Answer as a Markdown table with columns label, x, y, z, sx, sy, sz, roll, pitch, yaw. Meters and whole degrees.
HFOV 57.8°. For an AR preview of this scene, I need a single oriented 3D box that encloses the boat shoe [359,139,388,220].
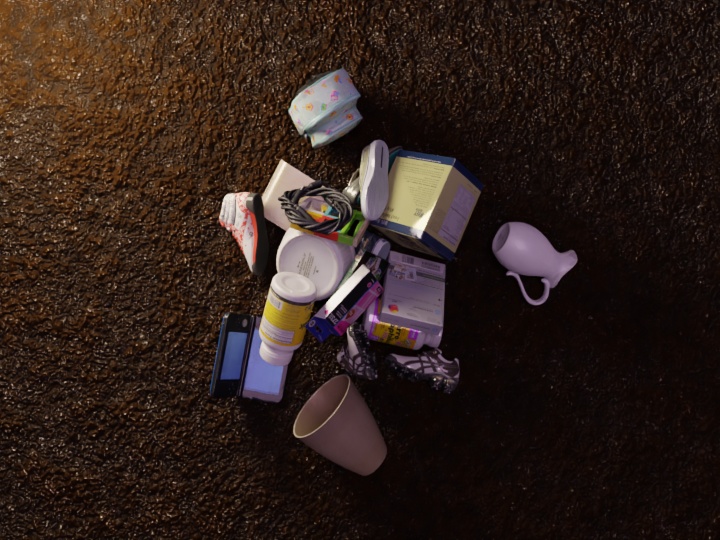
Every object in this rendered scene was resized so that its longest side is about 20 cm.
| label | x | y | z | sx | sy | sz | roll | pitch | yaw |
| --- | --- | --- | --- | --- | --- | --- | --- | --- | --- |
| boat shoe | 0.029 | -0.215 | 1.581 | 0.071 | 0.061 | 0.206 | 20 | 70 | -34 |

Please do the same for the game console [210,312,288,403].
| label | x | y | z | sx | sy | sz | roll | pitch | yaw |
| --- | --- | --- | --- | --- | --- | --- | --- | --- | --- |
| game console | -0.260 | 0.216 | 1.587 | 0.115 | 0.170 | 0.206 | 8 | 86 | 22 |

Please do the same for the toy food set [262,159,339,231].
| label | x | y | z | sx | sy | sz | roll | pitch | yaw |
| --- | --- | --- | --- | --- | --- | --- | --- | --- | --- |
| toy food set | -0.151 | -0.165 | 1.647 | 0.197 | 0.060 | 0.146 | 31 | 96 | -1 |

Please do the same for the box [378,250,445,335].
| label | x | y | z | sx | sy | sz | roll | pitch | yaw |
| --- | --- | --- | --- | --- | --- | --- | --- | --- | --- |
| box | 0.131 | 0.053 | 1.604 | 0.151 | 0.042 | 0.203 | 13 | 46 | -5 |

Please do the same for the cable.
| label | x | y | z | sx | sy | sz | roll | pitch | yaw |
| --- | --- | --- | --- | --- | --- | --- | --- | --- | --- |
| cable | -0.104 | -0.150 | 1.518 | 0.159 | 0.201 | 0.052 | -7 | 129 | -23 |

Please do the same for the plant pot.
| label | x | y | z | sx | sy | sz | roll | pitch | yaw |
| --- | --- | --- | --- | --- | --- | --- | --- | --- | --- |
| plant pot | -0.032 | 0.393 | 1.575 | 0.187 | 0.187 | 0.201 | -43 | 105 | -5 |

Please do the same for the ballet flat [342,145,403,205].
| label | x | y | z | sx | sy | sz | roll | pitch | yaw |
| --- | --- | --- | --- | --- | --- | --- | --- | --- | --- |
| ballet flat | 0.028 | -0.254 | 1.655 | 0.063 | 0.068 | 0.201 | 36 | 77 | 22 |

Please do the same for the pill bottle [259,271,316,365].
| label | x | y | z | sx | sy | sz | roll | pitch | yaw |
| --- | --- | --- | --- | --- | --- | --- | --- | --- | --- |
| pill bottle | -0.177 | 0.117 | 1.531 | 0.108 | 0.112 | 0.204 | 18 | 115 | -3 |

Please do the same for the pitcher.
| label | x | y | z | sx | sy | sz | roll | pitch | yaw |
| --- | --- | --- | --- | --- | --- | --- | --- | --- | --- |
| pitcher | 0.425 | -0.018 | 1.660 | 0.196 | 0.121 | 0.175 | 26 | 100 | -14 |

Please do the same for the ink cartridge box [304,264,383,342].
| label | x | y | z | sx | sy | sz | roll | pitch | yaw |
| --- | --- | --- | --- | --- | --- | --- | --- | --- | --- |
| ink cartridge box | -0.036 | 0.086 | 1.535 | 0.200 | 0.095 | 0.037 | -45 | 52 | -4 |

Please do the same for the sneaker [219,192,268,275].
| label | x | y | z | sx | sy | sz | roll | pitch | yaw |
| --- | --- | --- | --- | --- | --- | --- | --- | --- | --- |
| sneaker | -0.292 | -0.093 | 1.627 | 0.105 | 0.067 | 0.208 | 5 | 107 | 23 |

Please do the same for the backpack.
| label | x | y | z | sx | sy | sz | roll | pitch | yaw |
| --- | --- | --- | --- | --- | --- | --- | --- | --- | --- |
| backpack | -0.082 | -0.397 | 1.586 | 0.173 | 0.200 | 0.156 | -30 | 90 | -6 |

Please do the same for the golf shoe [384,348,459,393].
| label | x | y | z | sx | sy | sz | roll | pitch | yaw |
| --- | --- | --- | --- | --- | --- | --- | --- | --- | --- |
| golf shoe | 0.158 | 0.235 | 1.647 | 0.195 | 0.078 | 0.097 | 21 | 68 | -5 |

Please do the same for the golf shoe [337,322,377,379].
| label | x | y | z | sx | sy | sz | roll | pitch | yaw |
| --- | --- | --- | --- | --- | --- | --- | --- | --- | --- |
| golf shoe | -0.019 | 0.202 | 1.569 | 0.092 | 0.203 | 0.079 | -4 | 47 | 12 |

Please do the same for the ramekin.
| label | x | y | z | sx | sy | sz | roll | pitch | yaw |
| --- | --- | --- | --- | --- | --- | --- | --- | --- | --- |
| ramekin | -0.114 | -0.021 | 1.581 | 0.196 | 0.094 | 0.209 | 4 | 106 | 12 |

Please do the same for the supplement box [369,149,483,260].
| label | x | y | z | sx | sy | sz | roll | pitch | yaw |
| --- | --- | --- | --- | --- | --- | --- | --- | --- | --- |
| supplement box | 0.156 | -0.160 | 1.578 | 0.133 | 0.198 | 0.204 | 29 | 84 | -42 |

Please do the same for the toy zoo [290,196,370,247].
| label | x | y | z | sx | sy | sz | roll | pitch | yaw |
| --- | --- | --- | --- | --- | --- | --- | --- | --- | --- |
| toy zoo | -0.082 | -0.121 | 1.547 | 0.195 | 0.132 | 0.021 | 16 | 125 | 8 |

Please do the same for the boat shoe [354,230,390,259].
| label | x | y | z | sx | sy | sz | roll | pitch | yaw |
| --- | --- | --- | --- | --- | --- | --- | --- | --- | --- |
| boat shoe | 0.000 | 0.000 | 1.646 | 0.090 | 0.070 | 0.204 | 31 | 103 | 31 |

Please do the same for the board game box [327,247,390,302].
| label | x | y | z | sx | sy | sz | roll | pitch | yaw |
| --- | --- | --- | --- | --- | --- | --- | --- | --- | --- |
| board game box | -0.015 | 0.049 | 1.569 | 0.023 | 0.104 | 0.203 | 39 | 99 | 39 |

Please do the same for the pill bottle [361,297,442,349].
| label | x | y | z | sx | sy | sz | roll | pitch | yaw |
| --- | --- | --- | --- | --- | --- | --- | --- | --- | --- |
| pill bottle | 0.103 | 0.135 | 1.622 | 0.194 | 0.104 | 0.107 | 12 | 86 | -4 |
